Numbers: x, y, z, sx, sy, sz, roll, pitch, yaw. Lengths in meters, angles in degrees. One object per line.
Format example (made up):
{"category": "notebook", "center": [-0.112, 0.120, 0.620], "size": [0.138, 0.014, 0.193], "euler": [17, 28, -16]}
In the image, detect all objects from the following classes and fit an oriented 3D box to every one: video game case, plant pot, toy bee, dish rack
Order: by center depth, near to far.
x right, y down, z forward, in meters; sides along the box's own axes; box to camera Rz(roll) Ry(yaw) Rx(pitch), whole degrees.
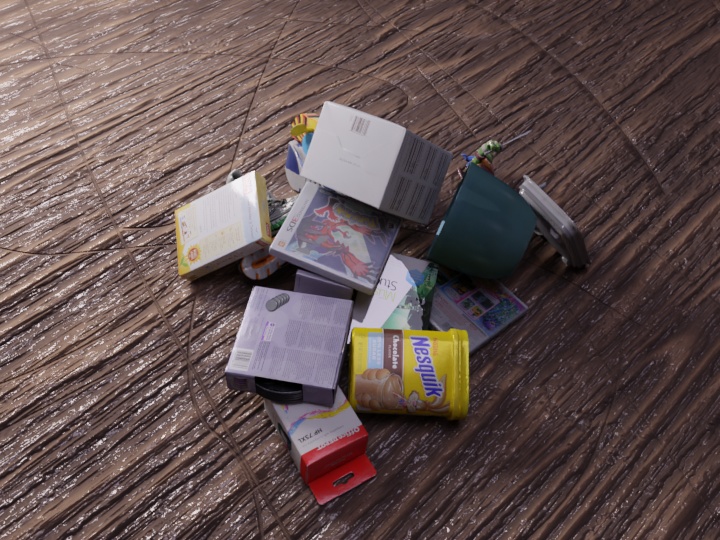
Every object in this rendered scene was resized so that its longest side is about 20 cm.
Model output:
{"category": "video game case", "center": [-0.040, -0.063, 1.373], "size": [0.196, 0.023, 0.184], "euler": [21, 51, 4]}
{"category": "plant pot", "center": [0.236, -0.079, 1.442], "size": [0.158, 0.202, 0.202], "euler": [25, 51, 2]}
{"category": "video game case", "center": [0.190, 0.056, 1.459], "size": [0.180, 0.024, 0.200], "euler": [-30, 59, -28]}
{"category": "dish rack", "center": [0.377, -0.086, 1.507], "size": [0.043, 0.200, 0.172], "euler": [-40, 59, 5]}
{"category": "toy bee", "center": [-0.068, -0.284, 1.570], "size": [0.198, 0.110, 0.130], "euler": [32, 32, 22]}

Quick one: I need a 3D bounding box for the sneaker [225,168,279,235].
{"category": "sneaker", "center": [-0.196, -0.131, 1.525], "size": [0.197, 0.093, 0.076], "euler": [28, 51, 15]}

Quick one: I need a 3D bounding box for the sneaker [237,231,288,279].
{"category": "sneaker", "center": [-0.151, -0.043, 1.468], "size": [0.197, 0.077, 0.080], "euler": [-22, 99, -28]}

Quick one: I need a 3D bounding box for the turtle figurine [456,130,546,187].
{"category": "turtle figurine", "center": [0.291, -0.191, 1.598], "size": [0.196, 0.145, 0.196], "euler": [15, 54, 11]}

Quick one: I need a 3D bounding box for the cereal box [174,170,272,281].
{"category": "cereal box", "center": [-0.258, -0.082, 1.425], "size": [0.197, 0.039, 0.147], "euler": [-21, 62, 23]}

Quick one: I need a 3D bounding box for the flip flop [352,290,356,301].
{"category": "flip flop", "center": [0.000, 0.000, 1.460], "size": [0.079, 0.058, 0.203], "euler": [-7, 51, -12]}

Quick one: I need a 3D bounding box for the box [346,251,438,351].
{"category": "box", "center": [0.058, 0.065, 1.393], "size": [0.141, 0.036, 0.204], "euler": [13, 65, -2]}

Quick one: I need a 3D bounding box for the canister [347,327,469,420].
{"category": "canister", "center": [0.079, 0.172, 1.286], "size": [0.195, 0.087, 0.152], "euler": [3, 74, -4]}

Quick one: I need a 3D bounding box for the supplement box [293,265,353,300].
{"category": "supplement box", "center": [-0.046, -0.038, 1.407], "size": [0.107, 0.061, 0.202], "euler": [15, 52, 2]}

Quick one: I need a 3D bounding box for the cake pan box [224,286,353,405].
{"category": "cake pan box", "center": [-0.113, 0.123, 1.266], "size": [0.180, 0.053, 0.202], "euler": [6, 46, 6]}

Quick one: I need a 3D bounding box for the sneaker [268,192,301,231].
{"category": "sneaker", "center": [-0.191, -0.112, 1.462], "size": [0.196, 0.087, 0.078], "euler": [-16, 10, 13]}

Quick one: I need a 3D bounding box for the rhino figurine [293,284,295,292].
{"category": "rhino figurine", "center": [-0.083, 0.048, 1.411], "size": [0.085, 0.060, 0.203], "euler": [6, 48, 1]}

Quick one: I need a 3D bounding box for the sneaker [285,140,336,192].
{"category": "sneaker", "center": [-0.075, -0.195, 1.611], "size": [0.113, 0.082, 0.200], "euler": [-9, 43, -32]}

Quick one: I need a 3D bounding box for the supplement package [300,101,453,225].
{"category": "supplement package", "center": [0.034, -0.197, 1.418], "size": [0.189, 0.150, 0.199], "euler": [26, 8, 30]}

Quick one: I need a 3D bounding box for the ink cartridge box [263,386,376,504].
{"category": "ink cartridge box", "center": [-0.065, 0.257, 1.232], "size": [0.115, 0.068, 0.201], "euler": [-22, 56, -22]}
